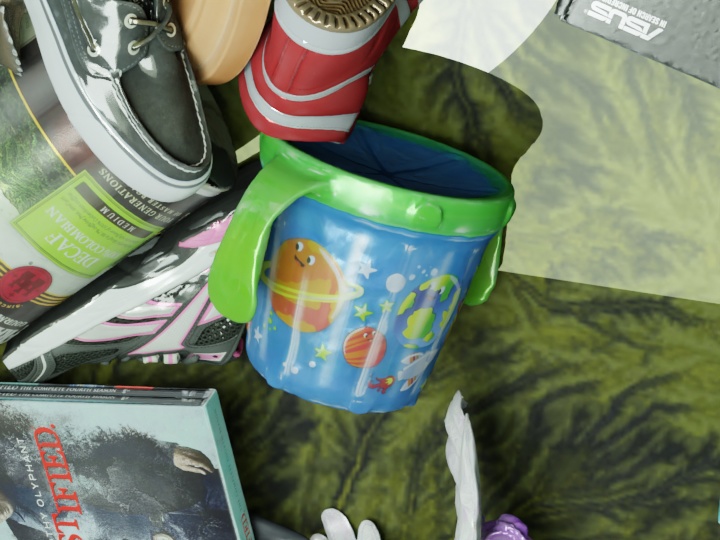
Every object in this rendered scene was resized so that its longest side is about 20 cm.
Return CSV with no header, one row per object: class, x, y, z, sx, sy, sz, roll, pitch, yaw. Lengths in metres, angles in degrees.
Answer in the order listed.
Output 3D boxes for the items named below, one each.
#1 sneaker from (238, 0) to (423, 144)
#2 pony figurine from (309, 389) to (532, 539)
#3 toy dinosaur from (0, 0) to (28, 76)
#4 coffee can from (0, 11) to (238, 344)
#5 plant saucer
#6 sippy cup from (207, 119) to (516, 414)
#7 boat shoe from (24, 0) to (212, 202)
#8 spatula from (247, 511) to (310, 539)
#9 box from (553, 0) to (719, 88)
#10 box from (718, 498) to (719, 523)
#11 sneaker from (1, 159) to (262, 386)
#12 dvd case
sneaker,0.004,-0.141,1.405,0.071,0.200,0.113,36,135,9
pony figurine,0.059,0.190,1.485,0.200,0.193,0.167,21,129,-22
toy dinosaur,-0.239,-0.101,1.369,0.200,0.077,0.102,-36,135,23
coffee can,-0.187,-0.051,1.459,0.200,0.146,0.147,-34,99,16
plant saucer,-0.091,-0.194,1.383,0.032,0.200,0.201,-5,108,-22
sippy cup,0.000,0.000,1.429,0.177,0.140,0.131,11,107,-15
boat shoe,-0.124,-0.129,1.337,0.057,0.069,0.200,-24,95,47
spatula,-0.115,0.129,1.544,0.199,0.021,0.057,17,109,15
box,0.223,-0.171,1.396,0.199,0.086,0.164,24,108,1
box,0.248,0.043,1.473,0.082,0.049,0.201,9,107,6
sneaker,-0.106,0.024,1.508,0.200,0.080,0.086,-26,111,20
dvd case,-0.158,0.127,1.530,0.199,0.022,0.146,2,122,23
